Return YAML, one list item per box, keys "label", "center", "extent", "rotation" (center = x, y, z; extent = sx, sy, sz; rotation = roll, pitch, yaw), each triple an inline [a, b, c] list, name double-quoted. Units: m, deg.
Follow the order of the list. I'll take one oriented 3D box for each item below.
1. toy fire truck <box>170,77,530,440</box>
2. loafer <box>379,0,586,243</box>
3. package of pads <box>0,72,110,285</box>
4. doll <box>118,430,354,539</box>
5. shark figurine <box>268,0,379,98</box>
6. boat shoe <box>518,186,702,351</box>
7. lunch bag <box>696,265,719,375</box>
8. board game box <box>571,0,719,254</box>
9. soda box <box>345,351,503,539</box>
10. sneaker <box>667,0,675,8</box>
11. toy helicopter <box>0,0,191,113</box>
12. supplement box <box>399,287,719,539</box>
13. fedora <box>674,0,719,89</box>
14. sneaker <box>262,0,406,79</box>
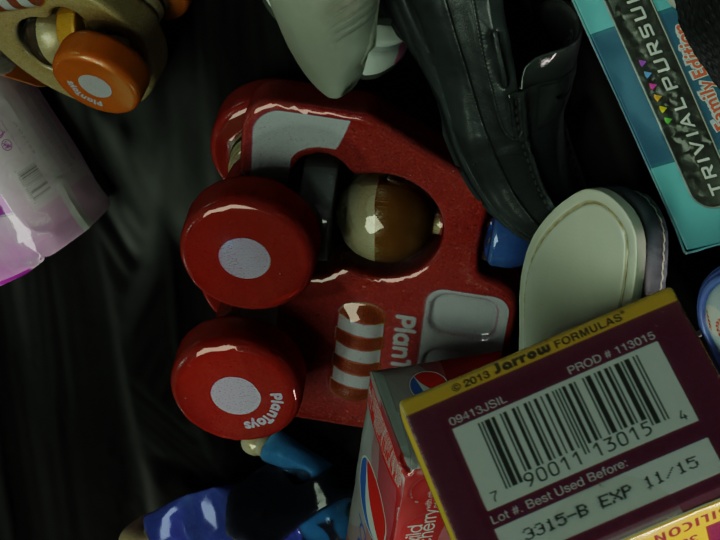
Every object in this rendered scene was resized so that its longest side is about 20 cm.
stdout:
- label: "toy fire truck"
  center: [0.000, 0.000, 0.930]
  extent: [0.168, 0.112, 0.200]
  rotation: [9, 127, 1]
- label: "loafer"
  center: [0.066, -0.090, 0.822]
  extent: [0.070, 0.068, 0.201]
  rotation: [-11, 130, 23]
- label: "package of pads"
  center: [-0.237, -0.086, 1.038]
  extent: [0.120, 0.076, 0.200]
  rotation: [-22, 105, 42]
- label: "doll"
  center: [-0.042, 0.155, 1.082]
  extent: [0.200, 0.048, 0.137]
  rotation: [-22, 103, 35]
- label: "shark figurine"
  center: [-0.050, -0.167, 0.739]
  extent: [0.215, 0.089, 0.128]
  rotation: [69, 165, -6]
- label: "boat shoe"
  center: [0.116, 0.035, 0.878]
  extent: [0.075, 0.062, 0.200]
  rotation: [52, 150, 40]
- label: "lunch bag"
  center: [0.238, 0.039, 0.722]
  extent: [0.200, 0.076, 0.160]
  rotation: [-18, 98, 49]
- label: "board game box"
  center: [0.195, -0.101, 0.759]
  extent: [0.200, 0.047, 0.151]
  rotation: [-14, 109, 39]
- label: "soda box"
  center: [0.036, 0.129, 0.955]
  extent: [0.200, 0.070, 0.063]
  rotation: [98, 160, -49]
- label: "sneaker"
  center: [0.128, -0.137, 0.715]
  extent: [0.200, 0.074, 0.080]
  rotation: [50, 165, -12]
- label: "toy helicopter"
  center: [-0.189, -0.144, 0.939]
  extent: [0.200, 0.079, 0.132]
  rotation: [32, 152, -19]
- label: "supplement box"
  center: [0.109, 0.118, 0.835]
  extent: [0.200, 0.131, 0.103]
  rotation: [65, -178, -56]
- label: "fedora"
  center: [0.178, -0.098, 0.635]
  extent: [0.201, 0.201, 0.092]
  rotation: [54, 146, -7]
- label: "sneaker"
  center: [-0.041, -0.184, 0.856]
  extent: [0.200, 0.080, 0.086]
  rotation: [36, 124, -4]
